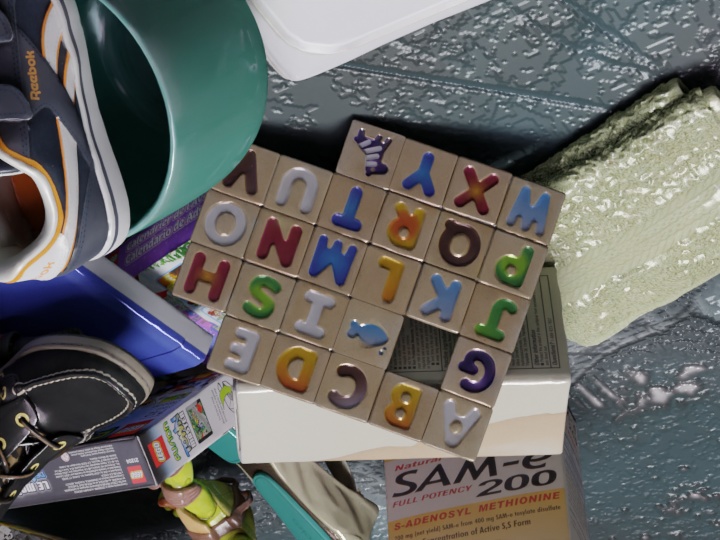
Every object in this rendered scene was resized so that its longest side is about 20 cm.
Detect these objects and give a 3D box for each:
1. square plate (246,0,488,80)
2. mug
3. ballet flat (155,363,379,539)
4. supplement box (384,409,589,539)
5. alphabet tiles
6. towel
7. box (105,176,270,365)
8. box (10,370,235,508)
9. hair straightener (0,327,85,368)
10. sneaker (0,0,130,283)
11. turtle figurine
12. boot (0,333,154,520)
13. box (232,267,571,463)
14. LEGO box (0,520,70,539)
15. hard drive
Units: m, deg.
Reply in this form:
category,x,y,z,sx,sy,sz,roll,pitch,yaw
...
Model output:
category,x,y,z,sx,sy,sz,roll,pitch,yaw
square plate,-0.004,-0.188,1.128,0.200,0.028,0.198,-21,136,21
mug,-0.138,-0.111,1.140,0.185,0.114,0.152,29,127,21
ballet flat,-0.061,0.115,1.449,0.069,0.069,0.200,-35,103,33
supplement box,0.085,0.178,1.429,0.126,0.200,0.074,-13,142,12
alphabet tiles,0.000,0.000,1.255,0.200,0.167,0.008,19,174,0
towel,0.169,-0.031,1.311,0.200,0.037,0.148,-31,131,30
box,-0.046,0.020,1.363,0.137,0.039,0.200,-31,131,30
box,-0.180,0.112,1.384,0.200,0.110,0.035,-12,104,34
hair straightener,-0.240,0.067,1.373,0.200,0.041,0.077,-14,133,37
sneaker,-0.178,-0.090,1.053,0.078,0.079,0.200,-11,104,40
turtle figurine,-0.102,0.168,1.463,0.064,0.200,0.161,-41,122,-3
boot,-0.216,0.122,1.269,0.200,0.151,0.073,-14,131,38
box,0.023,0.057,1.309,0.200,0.095,0.078,-1,139,0
LEGO box,-0.209,0.224,1.480,0.149,0.077,0.200,13,171,28
hard drive,-0.204,0.007,1.311,0.200,0.025,0.132,38,146,-29
